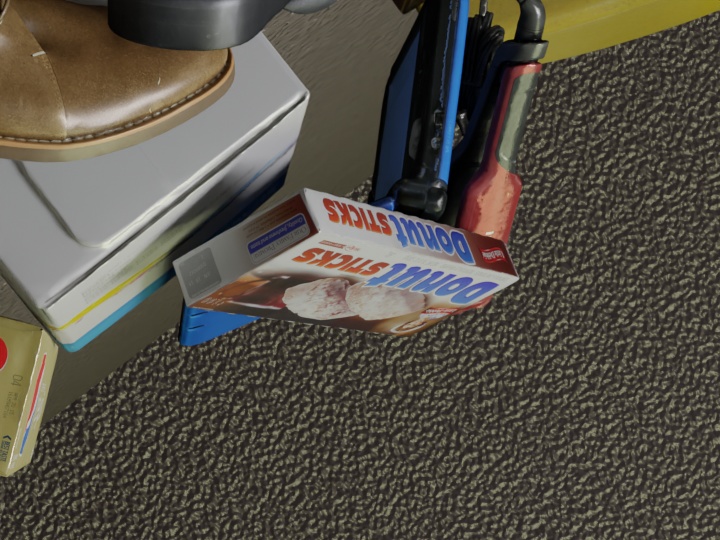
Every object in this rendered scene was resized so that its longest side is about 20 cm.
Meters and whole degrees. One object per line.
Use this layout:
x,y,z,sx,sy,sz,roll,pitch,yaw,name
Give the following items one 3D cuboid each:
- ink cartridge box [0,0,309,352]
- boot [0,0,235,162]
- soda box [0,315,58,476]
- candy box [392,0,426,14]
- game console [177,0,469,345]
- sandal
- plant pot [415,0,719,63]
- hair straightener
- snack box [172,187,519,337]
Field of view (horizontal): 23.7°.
-0.127,-0.070,0.786,0.146,0.147,0.200,-38,178,-9,ink cartridge box
-0.134,-0.086,0.623,0.199,0.074,0.076,-8,126,-27,boot
-0.186,0.057,0.825,0.200,0.064,0.068,147,-43,-81,soda box
0.040,-0.217,0.791,0.056,0.117,0.200,-35,176,-26,candy box
-0.024,-0.049,0.885,0.117,0.172,0.200,8,169,-6,game console
-0.041,-0.122,0.680,0.200,0.076,0.043,-46,145,-53,sandal
0.096,-0.214,0.973,0.175,0.201,0.200,-25,178,5,plant pot
0.053,-0.076,0.866,0.041,0.077,0.201,-13,134,-22,hair straightener
0.000,0.000,0.786,0.072,0.024,0.200,-29,161,23,snack box
